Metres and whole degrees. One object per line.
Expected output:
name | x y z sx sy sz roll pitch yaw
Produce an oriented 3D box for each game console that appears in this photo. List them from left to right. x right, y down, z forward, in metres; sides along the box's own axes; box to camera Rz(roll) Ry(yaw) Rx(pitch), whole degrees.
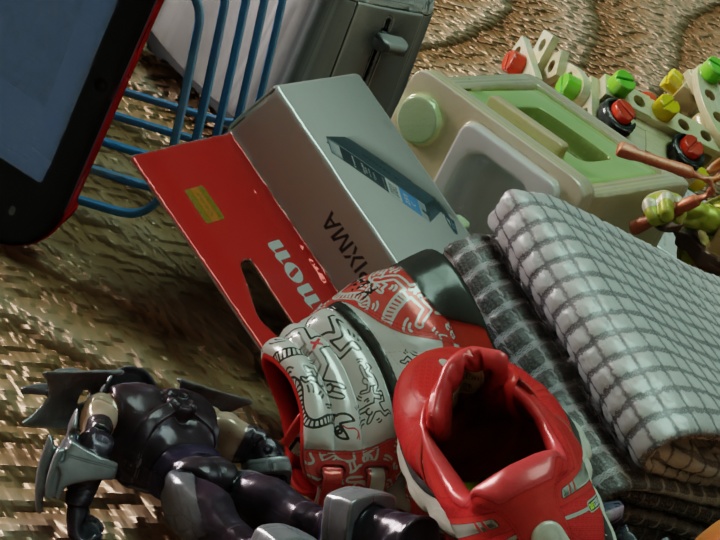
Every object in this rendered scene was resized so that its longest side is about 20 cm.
game console | -0.185 -0.129 1.036 0.176 0.201 0.031 30 21 8

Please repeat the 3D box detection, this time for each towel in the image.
towel | 0.141 0.058 1.072 0.200 0.086 0.166 20 31 -48

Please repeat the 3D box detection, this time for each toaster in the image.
toaster | -0.045 -0.159 1.332 0.113 0.130 0.200 6 30 -43

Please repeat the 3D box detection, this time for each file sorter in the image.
file sorter | -0.122 -0.126 1.149 0.122 0.139 0.200 17 21 8

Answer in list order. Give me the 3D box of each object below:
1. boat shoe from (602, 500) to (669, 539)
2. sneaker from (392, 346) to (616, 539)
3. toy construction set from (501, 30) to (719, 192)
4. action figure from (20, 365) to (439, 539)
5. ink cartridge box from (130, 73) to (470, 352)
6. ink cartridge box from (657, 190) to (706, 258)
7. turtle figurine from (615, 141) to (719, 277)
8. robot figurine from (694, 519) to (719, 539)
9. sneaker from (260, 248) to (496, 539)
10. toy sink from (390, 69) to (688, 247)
boat shoe | 0.057 0.148 0.843 0.075 0.093 0.200 34 23 18
sneaker | 0.053 0.063 0.853 0.077 0.085 0.200 -23 22 -4
toy construction set | 0.202 -0.121 1.593 0.199 0.092 0.132 14 49 -11
action figure | -0.061 0.091 0.874 0.130 0.070 0.200 -3 23 -39
ink cartridge box | 0.000 0.000 1.077 0.200 0.045 0.176 55 28 8
ink cartridge box | 0.262 0.024 1.423 0.200 0.050 0.162 34 21 -5
turtle figurine | 0.196 -0.004 1.240 0.199 0.162 0.064 13 26 -30
robot figurine | 0.194 0.174 0.884 0.144 0.117 0.200 18 33 -44
sneaker | 0.033 0.099 0.972 0.108 0.067 0.202 -26 80 -17
toy sink | 0.078 -0.038 1.248 0.130 0.112 0.200 37 24 25
